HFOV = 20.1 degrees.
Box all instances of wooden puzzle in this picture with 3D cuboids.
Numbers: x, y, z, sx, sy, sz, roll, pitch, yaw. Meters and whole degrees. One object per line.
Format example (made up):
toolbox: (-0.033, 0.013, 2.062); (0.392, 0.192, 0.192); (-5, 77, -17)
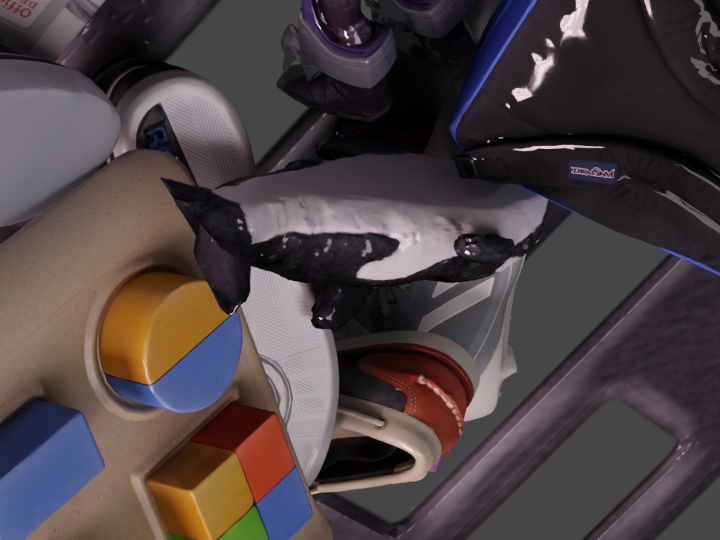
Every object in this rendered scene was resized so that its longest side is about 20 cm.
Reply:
wooden puzzle: (-0.092, 0.081, 0.778); (0.185, 0.046, 0.200); (-41, 121, -36)

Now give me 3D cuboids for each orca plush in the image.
orca plush: (0.000, 0.000, 0.825); (0.200, 0.105, 0.071); (-20, 131, -58)

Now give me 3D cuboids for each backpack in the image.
backpack: (0.167, -0.097, 0.851); (0.200, 0.168, 0.163); (28, 134, -6)

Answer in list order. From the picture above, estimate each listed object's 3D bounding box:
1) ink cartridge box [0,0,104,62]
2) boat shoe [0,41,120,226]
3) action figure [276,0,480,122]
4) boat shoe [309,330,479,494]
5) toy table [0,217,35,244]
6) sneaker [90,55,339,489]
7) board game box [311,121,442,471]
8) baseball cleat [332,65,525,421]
ink cartridge box: (-0.148, -0.159, 0.755); (0.146, 0.083, 0.200); (29, 108, -41)
boat shoe: (-0.165, -0.073, 0.716); (0.071, 0.091, 0.200); (-47, 160, 16)
action figure: (-0.005, -0.148, 0.832); (0.130, 0.069, 0.200); (-44, 149, -23)
boat shoe: (-0.035, 0.077, 0.949); (0.200, 0.063, 0.071); (-13, 127, 38)
toy table: (-0.193, 0.029, 0.858); (0.200, 0.117, 0.184); (-10, 129, -20)
sneaker: (-0.067, -0.002, 0.895); (0.073, 0.112, 0.200); (-17, 110, -13)
board game box: (0.016, 0.019, 1.021); (0.120, 0.032, 0.200); (4, 123, -27)
baseball cleat: (0.028, -0.001, 0.948); (0.106, 0.070, 0.200); (-10, 126, -14)
